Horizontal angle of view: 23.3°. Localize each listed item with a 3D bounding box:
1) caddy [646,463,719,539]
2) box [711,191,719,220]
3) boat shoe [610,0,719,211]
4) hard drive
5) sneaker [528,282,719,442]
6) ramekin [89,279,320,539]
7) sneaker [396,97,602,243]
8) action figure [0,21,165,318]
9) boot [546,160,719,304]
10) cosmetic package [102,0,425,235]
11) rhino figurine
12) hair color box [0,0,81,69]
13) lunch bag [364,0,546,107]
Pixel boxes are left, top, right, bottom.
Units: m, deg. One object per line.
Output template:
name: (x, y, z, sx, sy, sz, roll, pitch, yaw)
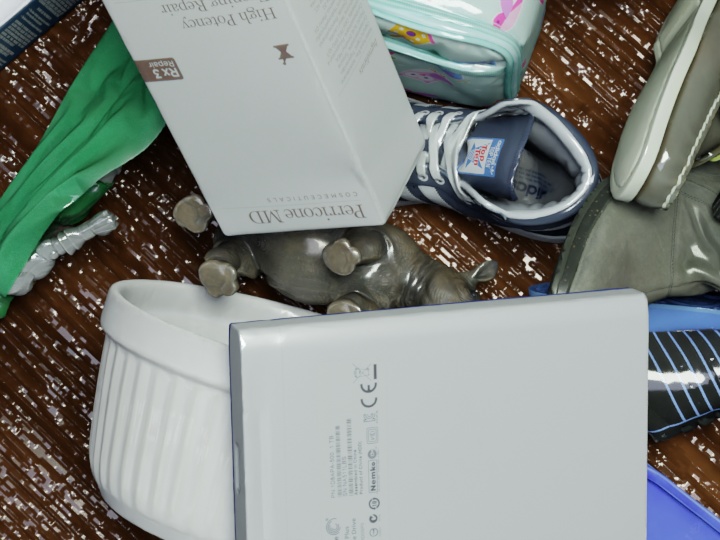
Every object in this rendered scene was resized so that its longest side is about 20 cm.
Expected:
caddy: (0.128, 0.170, 0.922, 0.200, 0.105, 0.142, 38, 86, -11)
box: (0.311, -0.054, 0.915, 0.193, 0.048, 0.200, 34, 61, 4)
boat shoe: (0.182, -0.096, 0.915, 0.060, 0.072, 0.202, 30, 45, -2)
hard drive: (0.039, 0.082, 0.812, 0.199, 0.025, 0.133, -5, 101, -18)
sneaker: (0.184, 0.055, 0.953, 0.199, 0.070, 0.078, 6, 100, 5)
ramekin: (-0.047, 0.082, 0.905, 0.199, 0.200, 0.106, 17, 96, 6)
sneaker: (0.038, -0.064, 0.948, 0.199, 0.109, 0.071, 12, 86, 6)
action figure: (-0.163, -0.048, 0.978, 0.055, 0.118, 0.200, 29, 111, -31)
boot: (0.177, -0.002, 0.900, 0.130, 0.068, 0.200, 25, 44, 15)
cosmetic package: (-0.052, -0.114, 0.846, 0.101, 0.074, 0.201, -3, 130, 29)
rhino figurine: (0.000, 0.000, 0.954, 0.199, 0.087, 0.060, 19, 107, 11)
hair color box: (-0.233, -0.167, 1.003, 0.200, 0.061, 0.100, -40, 84, 0)
lunch bag: (-0.001, -0.154, 0.932, 0.199, 0.160, 0.078, 17, 87, 5)
